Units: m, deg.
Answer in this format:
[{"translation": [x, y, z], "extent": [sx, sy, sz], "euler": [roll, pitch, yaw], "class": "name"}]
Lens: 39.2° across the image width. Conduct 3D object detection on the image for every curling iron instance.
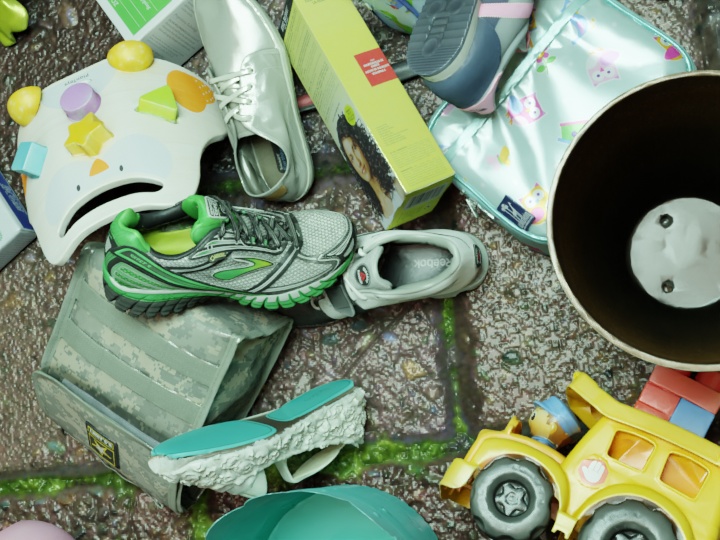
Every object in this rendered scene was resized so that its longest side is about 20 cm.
[{"translation": [-0.021, -0.167, 0.888], "extent": [0.200, 0.026, 0.050], "euler": [-9, 91, 15], "class": "curling iron"}]

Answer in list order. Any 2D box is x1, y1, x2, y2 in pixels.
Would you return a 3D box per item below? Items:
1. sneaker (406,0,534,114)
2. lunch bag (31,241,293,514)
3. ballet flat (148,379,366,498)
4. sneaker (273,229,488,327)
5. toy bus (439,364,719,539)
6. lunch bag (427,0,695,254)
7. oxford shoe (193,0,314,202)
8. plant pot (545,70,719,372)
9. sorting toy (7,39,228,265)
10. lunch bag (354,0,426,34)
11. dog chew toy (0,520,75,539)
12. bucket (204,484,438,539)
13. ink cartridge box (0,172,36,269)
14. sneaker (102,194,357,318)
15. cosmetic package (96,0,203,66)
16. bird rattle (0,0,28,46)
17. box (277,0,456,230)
[{"translation": [0.106, -0.212, 0.767], "extent": [0.070, 0.082, 0.200], "euler": [19, 76, 48], "class": "sneaker"}, {"translation": [-0.181, 0.093, 0.861], "extent": [0.164, 0.118, 0.200], "euler": [31, 108, 16], "class": "lunch bag"}, {"translation": [-0.069, 0.143, 0.800], "extent": [0.072, 0.200, 0.072], "euler": [21, 118, 46], "class": "ballet flat"}, {"translation": [0.000, 0.000, 0.837], "extent": [0.200, 0.089, 0.074], "euler": [-14, 82, 15], "class": "sneaker"}, {"translation": [0.184, 0.142, 0.757], "extent": [0.200, 0.136, 0.192], "euler": [23, 78, 19], "class": "toy bus"}, {"translation": [0.153, -0.123, 0.809], "extent": [0.160, 0.077, 0.200], "euler": [41, 96, 15], "class": "lunch bag"}, {"translation": [-0.095, -0.150, 0.858], "extent": [0.075, 0.058, 0.200], "euler": [-10, 103, 36], "class": "oxford shoe"}, {"translation": [0.233, -0.022, 0.713], "extent": [0.187, 0.200, 0.187], "euler": [-2, 84, 15], "class": "plant pot"}, {"translation": [-0.208, -0.087, 0.842], "extent": [0.200, 0.107, 0.180], "euler": [-25, 46, 3], "class": "sorting toy"}, {"translation": [0.064, -0.292, 0.810], "extent": [0.082, 0.161, 0.200], "euler": [28, 93, 30], "class": "lunch bag"}, {"translation": [-0.268, 0.318, 0.867], "extent": [0.124, 0.125, 0.200], "euler": [-35, 84, 10], "class": "dog chew toy"}, {"translation": [-0.025, 0.265, 0.791], "extent": [0.207, 0.135, 0.207], "euler": [-2, 84, 16], "class": "bucket"}, {"translation": [-0.439, -0.051, 0.988], "extent": [0.200, 0.041, 0.200], "euler": [-38, 76, 9], "class": "ink cartridge box"}, {"translation": [-0.096, -0.017, 0.774], "extent": [0.200, 0.085, 0.078], "euler": [-9, 52, -18], "class": "sneaker"}, {"translation": [-0.140, -0.289, 0.905], "extent": [0.200, 0.085, 0.108], "euler": [-41, 75, 10], "class": "cosmetic package"}, {"translation": [-0.356, -0.326, 0.982], "extent": [0.163, 0.113, 0.200], "euler": [-28, 65, 0], "class": "bird rattle"}, {"translation": [0.000, -0.138, 0.822], "extent": [0.050, 0.075, 0.200], "euler": [-23, 74, -20], "class": "box"}]
